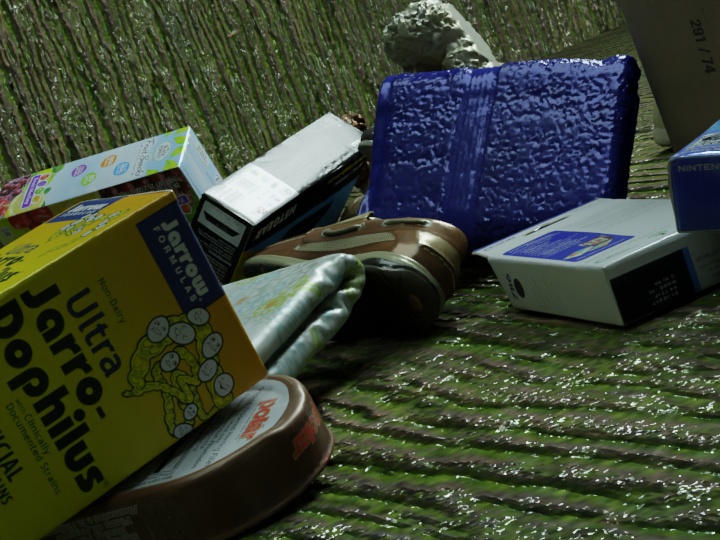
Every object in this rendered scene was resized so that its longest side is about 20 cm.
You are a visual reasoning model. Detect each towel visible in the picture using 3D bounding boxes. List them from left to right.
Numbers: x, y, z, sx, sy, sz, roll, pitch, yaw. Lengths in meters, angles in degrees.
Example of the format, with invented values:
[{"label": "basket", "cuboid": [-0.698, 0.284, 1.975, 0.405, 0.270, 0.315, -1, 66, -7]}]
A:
[{"label": "towel", "cuboid": [-0.105, 0.065, 0.938, 0.171, 0.048, 0.200, -13, 22, 36]}, {"label": "towel", "cuboid": [0.097, -0.076, 1.077, 0.200, 0.148, 0.050, -2, -23, 30]}]

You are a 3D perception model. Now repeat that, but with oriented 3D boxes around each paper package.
[{"label": "paper package", "cuboid": [0.269, -0.161, 0.994, 0.103, 0.200, 0.191, -24, 8, -23]}]

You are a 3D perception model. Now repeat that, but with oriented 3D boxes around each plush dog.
[{"label": "plush dog", "cuboid": [0.077, -0.105, 1.325, 0.172, 0.200, 0.161, -44, 34, 23]}]

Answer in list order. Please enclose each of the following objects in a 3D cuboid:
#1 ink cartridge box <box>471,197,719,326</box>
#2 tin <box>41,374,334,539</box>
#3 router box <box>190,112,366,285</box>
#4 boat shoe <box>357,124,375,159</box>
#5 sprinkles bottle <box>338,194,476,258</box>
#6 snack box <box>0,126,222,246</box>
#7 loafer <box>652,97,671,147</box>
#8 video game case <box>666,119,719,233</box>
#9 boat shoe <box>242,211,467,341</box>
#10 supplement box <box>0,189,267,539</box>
[{"label": "ink cartridge box", "cuboid": [0.146, -0.009, 0.894, 0.099, 0.039, 0.200, -24, 10, -13]}, {"label": "tin", "cuboid": [-0.108, 0.105, 0.764, 0.200, 0.042, 0.112, -18, 22, 25]}, {"label": "router box", "cuboid": [-0.076, -0.026, 1.202, 0.200, 0.051, 0.149, -41, -20, -54]}, {"label": "boat shoe", "cuboid": [0.095, -0.097, 1.203, 0.200, 0.057, 0.067, 11, -11, -15]}, {"label": "sprinkles bottle", "cuboid": [0.060, -0.038, 1.199, 0.068, 0.068, 0.200, -26, 9, -31]}, {"label": "snack box", "cuboid": [-0.210, -0.028, 1.415, 0.200, 0.169, 0.068, -13, 40, 19]}, {"label": "loafer", "cuboid": [0.316, -0.152, 1.273, 0.076, 0.068, 0.200, -28, 11, -40]}, {"label": "video game case", "cuboid": [0.283, -0.070, 0.781, 0.200, 0.045, 0.181, -2, 17, 34]}, {"label": "boat shoe", "cuboid": [0.000, 0.000, 1.044, 0.200, 0.076, 0.074, 3, 45, 51]}, {"label": "supplement box", "cuboid": [-0.166, 0.057, 0.739, 0.200, 0.109, 0.109, -36, 18, -29]}]
